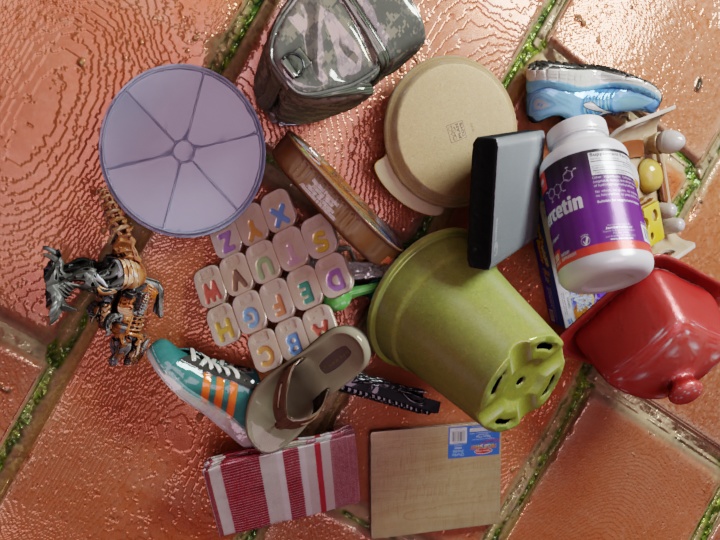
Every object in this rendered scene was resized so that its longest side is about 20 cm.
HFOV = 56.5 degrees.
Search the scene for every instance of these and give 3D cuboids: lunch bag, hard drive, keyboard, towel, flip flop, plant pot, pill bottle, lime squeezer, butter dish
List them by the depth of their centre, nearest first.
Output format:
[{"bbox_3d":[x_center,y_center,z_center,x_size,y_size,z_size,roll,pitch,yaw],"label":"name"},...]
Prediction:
[{"bbox_3d":[-0.040,-0.246,0.752,0.166,0.200,0.141,-37,101,-9],"label":"lunch bag"},{"bbox_3d":[-0.067,0.143,0.781,0.199,0.058,0.081,-41,100,19],"label":"flip flop"},{"bbox_3d":[0.137,0.082,0.802,0.197,0.184,0.204,-20,130,-26],"label":"plant pot"},{"bbox_3d":[0.177,-0.092,0.803,0.032,0.199,0.144,9,107,28],"label":"hard drive"},{"bbox_3d":[0.283,-0.081,0.822,0.109,0.113,0.205,-1,70,-12],"label":"pill bottle"},{"bbox_3d":[-0.038,0.052,0.836,0.199,0.070,0.038,-39,64,17],"label":"lime squeezer"},{"bbox_3d":[0.012,0.153,0.855,0.195,0.127,0.021,18,69,-14],"label":"keyboard"},{"bbox_3d":[-0.098,0.276,0.873,0.195,0.023,0.147,-10,125,-11],"label":"towel"},{"bbox_3d":[0.392,0.105,0.874,0.197,0.150,0.200,19,126,-31],"label":"butter dish"}]

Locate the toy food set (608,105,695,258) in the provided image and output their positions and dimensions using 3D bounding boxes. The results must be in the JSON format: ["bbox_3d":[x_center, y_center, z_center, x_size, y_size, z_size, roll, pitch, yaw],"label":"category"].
[{"bbox_3d":[0.404,-0.110,0.909,0.142,0.060,0.205,-23,103,-37],"label":"toy food set"}]

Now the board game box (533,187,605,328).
[{"bbox_3d":[0.312,-0.040,0.935,0.131,0.045,0.205,-18,101,-10],"label":"board game box"}]

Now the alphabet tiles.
[{"bbox_3d":[-0.108,0.013,0.811,0.196,0.015,0.200,-23,83,15],"label":"alphabet tiles"}]

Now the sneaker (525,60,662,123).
[{"bbox_3d":[0.309,-0.228,0.907,0.194,0.079,0.092,3,116,-9],"label":"sneaker"}]

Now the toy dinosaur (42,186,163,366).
[{"bbox_3d":[-0.303,0.012,0.795,0.133,0.102,0.206,-5,81,-27],"label":"toy dinosaur"}]

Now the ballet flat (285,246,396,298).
[{"bbox_3d":[0.000,0.000,0.863,0.194,0.072,0.074,3,97,-15],"label":"ballet flat"}]

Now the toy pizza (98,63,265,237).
[{"bbox_3d":[-0.212,-0.143,0.808,0.194,0.032,0.206,-1,95,-10],"label":"toy pizza"}]

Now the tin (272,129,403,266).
[{"bbox_3d":[-0.029,-0.085,0.799,0.042,0.112,0.200,-43,81,7],"label":"tin"}]

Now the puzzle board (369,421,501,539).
[{"bbox_3d":[0.107,0.294,0.950,0.194,0.017,0.155,-2,97,-13],"label":"puzzle board"}]

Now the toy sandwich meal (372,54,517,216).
[{"bbox_3d":[0.109,-0.169,0.864,0.199,0.070,0.211,-1,94,-14],"label":"toy sandwich meal"}]

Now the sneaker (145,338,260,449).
[{"bbox_3d":[-0.175,0.140,0.840,0.080,0.071,0.200,-47,112,-4],"label":"sneaker"}]
